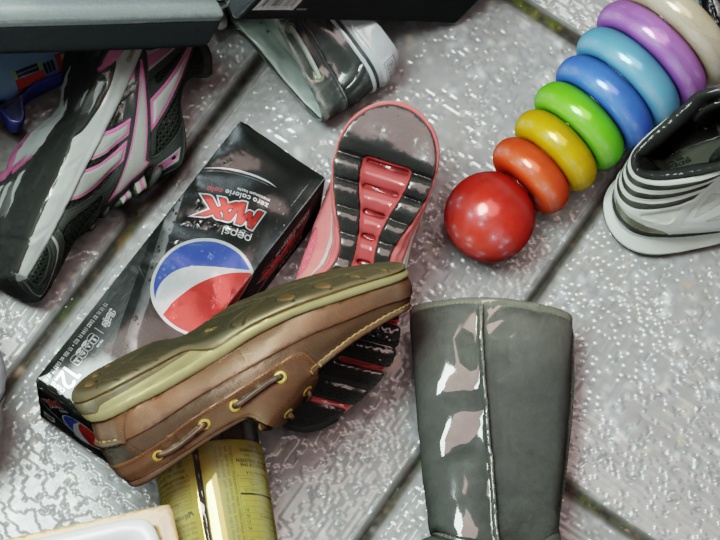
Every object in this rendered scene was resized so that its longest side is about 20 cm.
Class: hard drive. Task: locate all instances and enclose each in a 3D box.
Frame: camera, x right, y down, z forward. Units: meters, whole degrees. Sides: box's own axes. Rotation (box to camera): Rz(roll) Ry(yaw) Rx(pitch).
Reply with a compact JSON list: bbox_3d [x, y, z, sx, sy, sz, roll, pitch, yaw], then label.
[{"bbox_3d":[-0.189,-0.175,1.502,0.200,0.033,0.140,-7,49,-46],"label":"hard drive"}]

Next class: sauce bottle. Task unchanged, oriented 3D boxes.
[{"bbox_3d":[-0.074,0.179,1.506,0.065,0.065,0.200,-6,71,-6],"label":"sauce bottle"}]

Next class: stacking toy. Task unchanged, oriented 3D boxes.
[{"bbox_3d":[0.129,-0.081,1.612,0.085,0.085,0.200,41,79,11],"label":"stacking toy"}]

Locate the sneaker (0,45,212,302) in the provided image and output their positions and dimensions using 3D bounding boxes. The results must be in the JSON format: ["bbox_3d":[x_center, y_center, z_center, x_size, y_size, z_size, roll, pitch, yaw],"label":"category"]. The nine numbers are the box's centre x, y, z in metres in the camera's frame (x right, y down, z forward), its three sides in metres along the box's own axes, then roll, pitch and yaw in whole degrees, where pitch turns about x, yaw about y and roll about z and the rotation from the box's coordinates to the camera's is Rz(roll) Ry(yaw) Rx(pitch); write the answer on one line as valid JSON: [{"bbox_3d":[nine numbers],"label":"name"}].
[{"bbox_3d":[-0.145,-0.067,1.587,0.086,0.080,0.200,30,84,-28],"label":"sneaker"}]

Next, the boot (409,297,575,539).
[{"bbox_3d":[0.043,0.114,1.531,0.182,0.073,0.200,3,76,-20],"label":"boot"}]

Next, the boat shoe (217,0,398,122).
[{"bbox_3d":[-0.065,-0.175,1.631,0.071,0.072,0.200,-41,79,-20],"label":"boat shoe"}]

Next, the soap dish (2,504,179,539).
[{"bbox_3d":[-0.183,0.227,1.466,0.200,0.081,0.157,-12,71,-4],"label":"soap dish"}]

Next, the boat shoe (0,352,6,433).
[{"bbox_3d":[-0.251,0.022,1.550,0.073,0.067,0.200,-13,49,-11],"label":"boat shoe"}]

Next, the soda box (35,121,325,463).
[{"bbox_3d":[-0.103,0.015,1.560,0.063,0.071,0.200,34,71,8],"label":"soda box"}]

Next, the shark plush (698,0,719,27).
[{"bbox_3d":[0.221,-0.234,1.677,0.083,0.091,0.200,5,59,-35],"label":"shark plush"}]

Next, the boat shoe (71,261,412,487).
[{"bbox_3d":[-0.058,0.054,1.493,0.200,0.072,0.068,-25,101,-15],"label":"boat shoe"}]

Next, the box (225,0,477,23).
[{"bbox_3d":[-0.015,-0.224,1.592,0.200,0.079,0.141,-6,59,-49],"label":"box"}]

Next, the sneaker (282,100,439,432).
[{"bbox_3d":[0.000,0.000,1.576,0.074,0.087,0.200,21,94,2],"label":"sneaker"}]

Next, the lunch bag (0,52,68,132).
[{"bbox_3d":[-0.241,-0.177,1.621,0.150,0.094,0.200,-23,82,-14],"label":"lunch bag"}]

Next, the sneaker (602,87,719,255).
[{"bbox_3d":[0.248,-0.063,1.587,0.200,0.115,0.076,-12,71,-8],"label":"sneaker"}]
